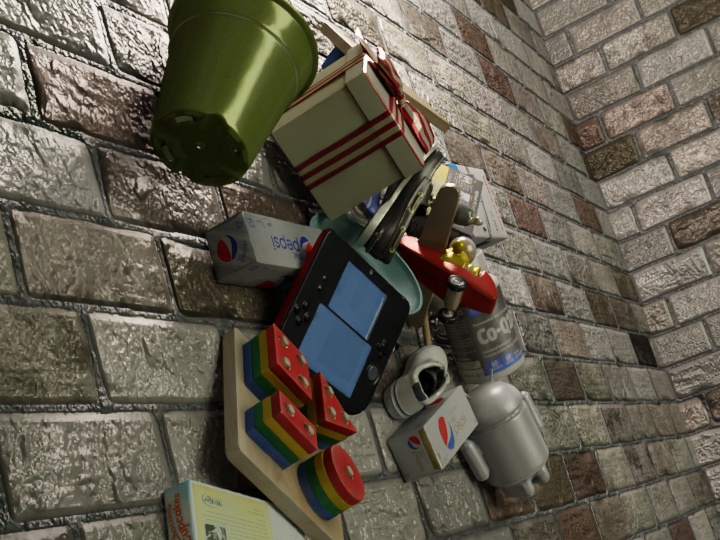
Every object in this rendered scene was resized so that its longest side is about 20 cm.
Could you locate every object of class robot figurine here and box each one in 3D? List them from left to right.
[{"bbox_3d":[0.227,0.264,1.828,0.169,0.112,0.203,-32,100,-37],"label":"robot figurine"}]

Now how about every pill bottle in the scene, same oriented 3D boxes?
[{"bbox_3d":[0.190,0.075,1.895,0.203,0.112,0.114,69,23,-11],"label":"pill bottle"}]

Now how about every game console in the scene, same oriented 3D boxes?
[{"bbox_3d":[-0.023,0.071,1.458,0.200,0.031,0.179,43,69,-41],"label":"game console"}]

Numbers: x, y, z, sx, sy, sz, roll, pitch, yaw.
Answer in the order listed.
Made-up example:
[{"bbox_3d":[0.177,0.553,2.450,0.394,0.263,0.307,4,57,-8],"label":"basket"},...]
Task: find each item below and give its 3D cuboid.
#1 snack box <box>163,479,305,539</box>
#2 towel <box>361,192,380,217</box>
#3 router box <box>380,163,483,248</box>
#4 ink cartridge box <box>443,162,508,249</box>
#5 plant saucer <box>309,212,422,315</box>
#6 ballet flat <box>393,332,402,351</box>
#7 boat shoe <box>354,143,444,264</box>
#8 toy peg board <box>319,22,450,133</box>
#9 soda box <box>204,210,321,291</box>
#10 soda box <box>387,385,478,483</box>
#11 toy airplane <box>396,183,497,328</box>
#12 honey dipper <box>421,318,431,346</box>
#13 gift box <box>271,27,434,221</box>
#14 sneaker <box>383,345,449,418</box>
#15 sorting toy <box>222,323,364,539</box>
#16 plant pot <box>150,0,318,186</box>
[{"bbox_3d":[-0.118,0.290,1.159,0.199,0.037,0.118,33,39,-53],"label":"snack box"},{"bbox_3d":[-0.026,-0.193,1.831,0.200,0.024,0.146,50,30,-30],"label":"towel"},{"bbox_3d":[0.119,-0.117,1.922,0.155,0.053,0.201,24,32,-1],"label":"router box"},{"bbox_3d":[0.186,-0.112,2.125,0.199,0.085,0.149,-4,72,-64],"label":"ink cartridge box"},{"bbox_3d":[0.000,0.000,1.614,0.198,0.036,0.201,33,25,-17],"label":"plant saucer"},{"bbox_3d":[0.008,0.096,1.583,0.199,0.073,0.075,-4,71,-61],"label":"ballet flat"},{"bbox_3d":[0.068,-0.096,1.649,0.060,0.072,0.202,38,66,-2],"label":"boat shoe"},{"bbox_3d":[0.019,-0.290,1.912,0.199,0.098,0.199,46,13,31],"label":"toy peg board"},{"bbox_3d":[-0.110,-0.020,1.431,0.199,0.063,0.069,9,59,-63],"label":"soda box"},{"bbox_3d":[0.108,0.235,1.663,0.069,0.063,0.200,65,24,-2],"label":"soda box"},{"bbox_3d":[0.115,-0.018,1.741,0.140,0.199,0.202,-26,95,-40],"label":"toy airplane"},{"bbox_3d":[0.102,0.070,1.838,0.038,0.038,0.203,36,40,-49],"label":"honey dipper"},{"bbox_3d":[-0.011,-0.219,1.649,0.185,0.185,0.201,53,17,-27],"label":"gift box"},{"bbox_3d":[0.102,0.161,1.692,0.074,0.070,0.200,63,28,-9],"label":"sneaker"},{"bbox_3d":[-0.068,0.178,1.283,0.199,0.069,0.201,50,16,-33],"label":"sorting toy"},{"bbox_3d":[-0.167,-0.209,1.370,0.200,0.197,0.192,48,42,-34],"label":"plant pot"}]
